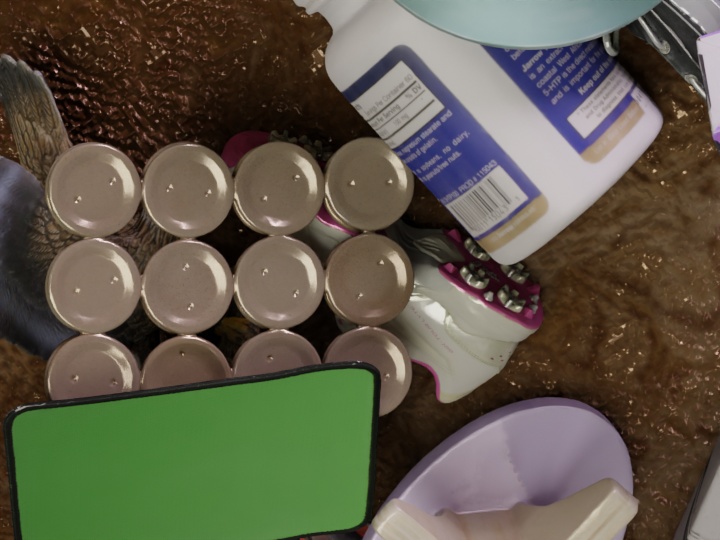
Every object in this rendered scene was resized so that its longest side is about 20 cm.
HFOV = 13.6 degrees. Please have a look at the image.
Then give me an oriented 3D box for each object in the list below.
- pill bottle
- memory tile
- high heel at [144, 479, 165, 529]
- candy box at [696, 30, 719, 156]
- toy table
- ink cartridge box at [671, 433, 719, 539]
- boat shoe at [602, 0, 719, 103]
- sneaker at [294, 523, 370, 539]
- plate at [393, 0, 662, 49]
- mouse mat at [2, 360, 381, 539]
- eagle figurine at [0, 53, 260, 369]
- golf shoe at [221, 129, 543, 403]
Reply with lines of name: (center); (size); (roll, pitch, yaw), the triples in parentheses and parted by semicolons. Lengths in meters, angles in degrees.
pill bottle: (0.052, -0.113, 1.580); (0.120, 0.120, 0.200); (-40, 95, 25)
memory tile: (-0.068, 0.007, 1.593); (0.199, 0.017, 0.154); (-1, 92, -14)
high heel: (-0.146, 0.113, 1.705); (0.095, 0.200, 0.068); (12, 76, 3)
candy box: (0.277, -0.049, 1.519); (0.167, 0.072, 0.200); (-16, 135, 12)
toy table: (0.075, 0.170, 1.656); (0.183, 0.117, 0.201); (29, 99, -13)
ink cartridge box: (0.211, 0.140, 1.642); (0.068, 0.116, 0.201); (23, 115, 5)
boat shoe: (0.157, -0.145, 1.566); (0.199, 0.074, 0.068); (43, 126, 0)
sneaker: (-0.027, 0.172, 1.738); (0.077, 0.082, 0.200); (-37, 98, 24)
plate: (0.084, -0.208, 1.518); (0.199, 0.026, 0.201); (-1, 73, 3)
mouse mat: (-0.088, 0.107, 1.609); (0.199, 0.008, 0.161); (-8, 143, -9)
eagle figurine: (-0.140, -0.014, 1.663); (0.199, 0.152, 0.152); (24, 80, -13)
golf shoe: (0.000, 0.000, 1.668); (0.200, 0.075, 0.092); (33, 119, 1)
